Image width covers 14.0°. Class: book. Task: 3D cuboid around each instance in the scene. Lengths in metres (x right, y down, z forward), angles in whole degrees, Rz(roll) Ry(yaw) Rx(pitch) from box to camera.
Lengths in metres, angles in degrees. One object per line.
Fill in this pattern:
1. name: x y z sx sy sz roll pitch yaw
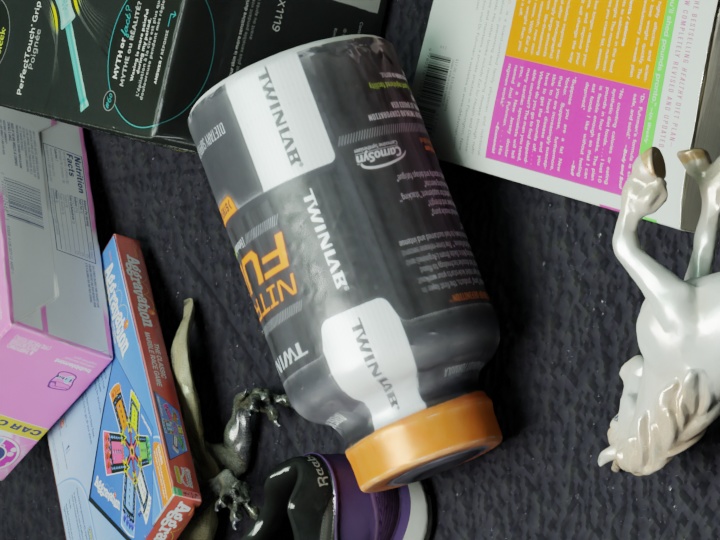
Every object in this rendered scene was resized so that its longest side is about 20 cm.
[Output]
1. book: 0.101 -0.100 1.334 0.200 0.048 0.134 21 98 51

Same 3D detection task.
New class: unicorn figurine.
1. unicorn figurine: 0.158 0.015 1.216 0.200 0.074 0.138 -6 88 42

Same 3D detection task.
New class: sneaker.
1. sneaker: -0.047 0.174 1.406 0.076 0.087 0.200 37 110 47

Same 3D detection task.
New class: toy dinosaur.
1. toy dinosaur: -0.076 0.101 1.491 0.088 0.047 0.201 -22 62 51

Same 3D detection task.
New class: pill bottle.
1. pill bottle: 0.000 0.000 1.362 0.106 0.106 0.201 -30 76 41

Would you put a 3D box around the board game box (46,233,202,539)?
1. board game box: -0.130 0.083 1.536 0.103 0.019 0.200 -56 32 31

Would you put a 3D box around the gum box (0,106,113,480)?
1. gum box: -0.202 -0.001 1.612 0.114 0.066 0.200 -46 38 33

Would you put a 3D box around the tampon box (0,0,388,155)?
1. tampon box: -0.098 -0.140 1.506 0.200 0.126 0.150 15 92 50
